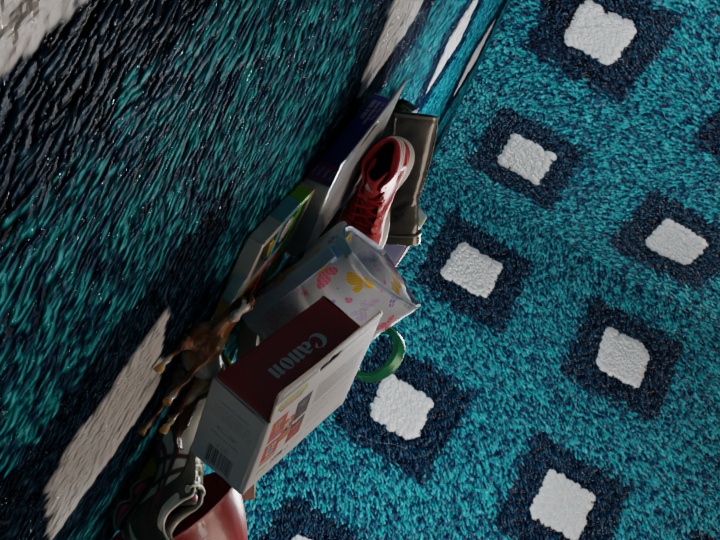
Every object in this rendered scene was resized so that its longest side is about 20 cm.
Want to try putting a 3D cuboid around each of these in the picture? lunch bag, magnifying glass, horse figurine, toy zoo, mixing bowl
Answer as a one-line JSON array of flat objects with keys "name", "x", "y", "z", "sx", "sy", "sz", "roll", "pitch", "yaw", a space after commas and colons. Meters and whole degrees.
[{"name": "lunch bag", "x": -0.043, "y": 0.030, "z": 1.289, "sx": 0.169, "sy": 0.128, "sz": 0.200, "roll": -38, "pitch": 155, "yaw": 13}, {"name": "magnifying glass", "x": -0.022, "y": 0.116, "z": 1.386, "sx": 0.199, "sy": 0.022, "sz": 0.080, "roll": -4, "pitch": -124, "yaw": 38}, {"name": "horse figurine", "x": -0.177, "y": 0.109, "z": 1.068, "sx": 0.133, "sy": 0.050, "sz": 0.201, "roll": -50, "pitch": 169, "yaw": -40}, {"name": "toy zoo", "x": -0.118, "y": -0.012, "z": 1.167, "sx": 0.132, "sy": 0.020, "sz": 0.200, "roll": -62, "pitch": 176, "yaw": 32}, {"name": "mixing bowl", "x": -0.220, "y": 0.357, "z": 1.284, "sx": 0.199, "sy": 0.109, "sz": 0.200, "roll": -28, "pitch": -172, "yaw": 4}]

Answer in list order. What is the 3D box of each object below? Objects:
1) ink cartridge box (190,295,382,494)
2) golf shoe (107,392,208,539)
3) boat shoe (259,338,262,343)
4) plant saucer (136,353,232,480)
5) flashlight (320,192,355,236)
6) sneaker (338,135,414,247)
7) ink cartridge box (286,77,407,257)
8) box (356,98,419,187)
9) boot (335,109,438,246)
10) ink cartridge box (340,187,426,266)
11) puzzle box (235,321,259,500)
[{"name": "ink cartridge box", "x": -0.081, "y": 0.123, "z": 1.134, "sx": 0.200, "sy": 0.084, "sz": 0.176, "roll": -37, "pitch": 157, "yaw": -46}, {"name": "golf shoe", "x": -0.212, "y": 0.241, "z": 1.206, "sx": 0.201, "sy": 0.087, "sz": 0.077, "roll": -62, "pitch": 151, "yaw": -18}, {"name": "boat shoe", "x": -0.133, "y": 0.108, "z": 1.442, "sx": 0.200, "sy": 0.062, "sz": 0.072, "roll": 119, "pitch": -28, "yaw": -58}, {"name": "plant saucer", "x": -0.217, "y": 0.211, "z": 1.352, "sx": 0.201, "sy": 0.048, "sz": 0.200, "roll": -60, "pitch": 177, "yaw": -9}, {"name": "flashlight", "x": -0.013, "y": -0.083, "z": 1.468, "sx": 0.200, "sy": 0.068, "sz": 0.068, "roll": -50, "pitch": 135, "yaw": 11}, {"name": "sneaker", "x": 0.005, "y": -0.092, "z": 1.360, "sx": 0.115, "sy": 0.078, "sz": 0.202, "roll": -4, "pitch": 113, "yaw": -76}, {"name": "ink cartridge box", "x": -0.024, "y": -0.140, "z": 1.313, "sx": 0.197, "sy": 0.043, "sz": 0.201, "roll": -56, "pitch": 174, "yaw": -40}, {"name": "box", "x": 0.040, "y": -0.215, "z": 1.688, "sx": 0.138, "sy": 0.040, "sz": 0.200, "roll": -62, "pitch": 177, "yaw": 16}, {"name": "boot", "x": 0.023, "y": -0.145, "z": 1.527, "sx": 0.073, "sy": 0.180, "sz": 0.202, "roll": -81, "pitch": 173, "yaw": -68}, {"name": "ink cartridge box", "x": 0.025, "y": -0.082, "z": 1.690, "sx": 0.084, "sy": 0.144, "sz": 0.200, "roll": -60, "pitch": 177, "yaw": 15}, {"name": "puzzle box", "x": -0.150, "y": 0.187, "z": 1.337, "sx": 0.133, "sy": 0.025, "sz": 0.202, "roll": -92, "pitch": -176, "yaw": -58}]
